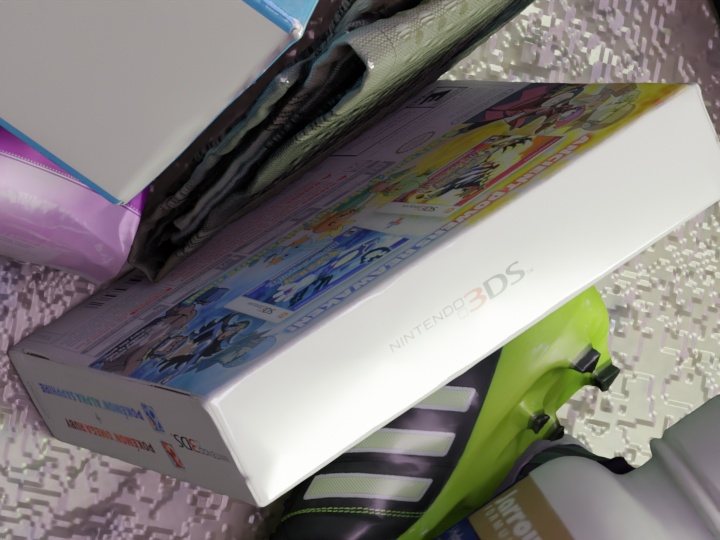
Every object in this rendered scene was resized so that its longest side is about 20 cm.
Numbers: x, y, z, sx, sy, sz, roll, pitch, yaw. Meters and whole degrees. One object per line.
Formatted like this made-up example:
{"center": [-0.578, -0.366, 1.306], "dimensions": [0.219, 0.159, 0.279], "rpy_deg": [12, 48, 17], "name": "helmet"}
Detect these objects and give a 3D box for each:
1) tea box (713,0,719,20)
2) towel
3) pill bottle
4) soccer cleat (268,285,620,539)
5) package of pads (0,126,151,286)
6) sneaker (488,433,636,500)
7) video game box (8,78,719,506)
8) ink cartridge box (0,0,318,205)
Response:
{"center": [0.236, -0.112, 1.096], "dimensions": [0.133, 0.200, 0.198], "rpy_deg": [-26, 101, -22], "name": "tea box"}
{"center": [0.019, -0.085, 0.990], "dimensions": [0.200, 0.192, 0.035], "rpy_deg": [-38, 90, -34], "name": "towel"}
{"center": [0.066, 0.134, 0.998], "dimensions": [0.199, 0.120, 0.120], "rpy_deg": [-35, 104, 0], "name": "pill bottle"}
{"center": [0.007, 0.071, 1.072], "dimensions": [0.081, 0.068, 0.200], "rpy_deg": [41, 87, 23], "name": "soccer cleat"}
{"center": [-0.157, -0.080, 0.986], "dimensions": [0.199, 0.076, 0.121], "rpy_deg": [18, 82, -24], "name": "package of pads"}
{"center": [0.119, 0.151, 1.105], "dimensions": [0.074, 0.087, 0.200], "rpy_deg": [-41, 106, -19], "name": "sneaker"}
{"center": [0.000, 0.000, 0.999], "dimensions": [0.199, 0.182, 0.047], "rpy_deg": [-33, 105, -20], "name": "video game box"}
{"center": [-0.062, -0.150, 0.935], "dimensions": [0.128, 0.125, 0.201], "rpy_deg": [35, 52, -12], "name": "ink cartridge box"}
